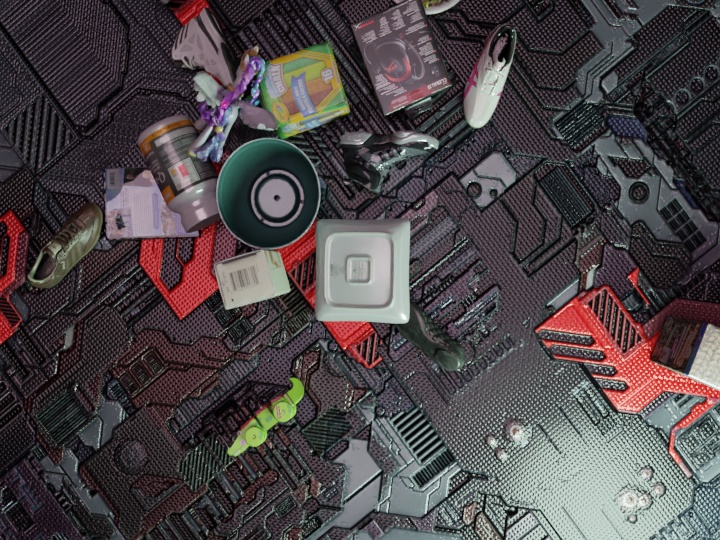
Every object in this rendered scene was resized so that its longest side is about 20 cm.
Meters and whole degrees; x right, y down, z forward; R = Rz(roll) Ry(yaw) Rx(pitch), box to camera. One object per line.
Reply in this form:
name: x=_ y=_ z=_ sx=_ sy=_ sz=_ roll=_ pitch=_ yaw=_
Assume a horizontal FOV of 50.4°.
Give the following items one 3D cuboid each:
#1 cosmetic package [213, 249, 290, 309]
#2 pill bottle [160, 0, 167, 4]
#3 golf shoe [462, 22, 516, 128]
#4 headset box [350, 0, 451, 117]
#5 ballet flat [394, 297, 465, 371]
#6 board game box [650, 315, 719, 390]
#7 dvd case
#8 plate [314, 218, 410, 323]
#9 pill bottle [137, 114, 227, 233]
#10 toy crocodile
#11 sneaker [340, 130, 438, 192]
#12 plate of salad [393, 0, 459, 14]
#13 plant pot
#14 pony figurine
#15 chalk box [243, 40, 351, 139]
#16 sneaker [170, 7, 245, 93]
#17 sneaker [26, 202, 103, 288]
cosmetic package: x=-0.201 y=0.015 z=1.451 sx=0.101 sy=0.200 sz=0.090 roll=-16 pitch=89 yaw=1
pill bottle: x=-0.350 y=-0.631 z=1.490 sx=0.200 sy=0.111 sz=0.112 roll=-43 pitch=89 yaw=3
golf shoe: x=0.248 y=-0.379 z=1.481 sx=0.071 sy=0.092 sz=0.205 roll=17 pitch=93 yaw=0
headset box: x=0.081 y=-0.403 z=1.486 sx=0.145 sy=0.075 sz=0.204 roll=-23 pitch=98 yaw=3
ballet flat: x=0.128 y=0.122 z=1.522 sx=0.200 sy=0.057 sz=0.067 roll=46 pitch=115 yaw=7
board game box: x=0.657 y=0.165 z=1.418 sx=0.156 sy=0.200 sz=0.099 roll=23 pitch=92 yaw=2
dvd case: x=-0.421 y=-0.136 z=1.547 sx=0.194 sy=0.018 sz=0.147 roll=-2 pitch=91 yaw=1
plate: x=0.000 y=0.000 z=1.508 sx=0.194 sy=0.032 sz=0.206 roll=1 pitch=91 yaw=14
pill bottle: x=-0.339 y=-0.185 z=1.477 sx=0.114 sy=0.116 sz=0.204 roll=-26 pitch=89 yaw=2
toy crocodile: x=-0.187 y=0.295 z=1.521 sx=0.199 sy=0.068 sz=0.062 roll=-41 pitch=84 yaw=0
sneaker: x=0.056 y=-0.211 z=1.501 sx=0.194 sy=0.075 sz=0.118 roll=1 pitch=92 yaw=8
plate of salad: x=0.131 y=-0.610 z=1.503 sx=0.194 sy=0.048 sz=0.207 roll=0 pitch=90 yaw=2
plant pot: x=-0.168 y=-0.144 z=1.479 sx=0.194 sy=0.134 sz=0.207 roll=0 pitch=92 yaw=2
pony figurine: x=-0.241 y=-0.293 z=1.381 sx=0.164 sy=0.195 sz=0.201 roll=28 pitch=122 yaw=-22
chalk box: x=-0.130 y=-0.338 z=1.480 sx=0.195 sy=0.124 sz=0.128 roll=-19 pitch=90 yaw=2
sneaker: x=-0.303 y=-0.405 z=1.511 sx=0.114 sy=0.075 sz=0.204 roll=-30 pitch=72 yaw=13
sneaker: x=-0.587 y=-0.046 z=1.527 sx=0.070 sy=0.076 sz=0.202 roll=35 pitch=92 yaw=1
